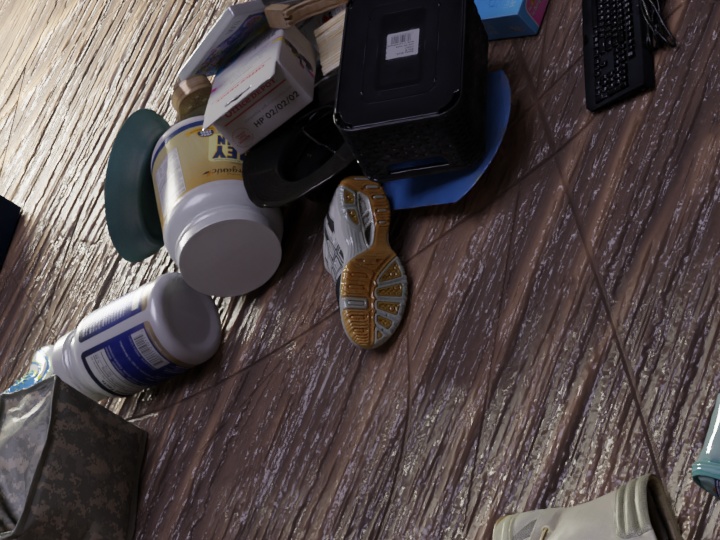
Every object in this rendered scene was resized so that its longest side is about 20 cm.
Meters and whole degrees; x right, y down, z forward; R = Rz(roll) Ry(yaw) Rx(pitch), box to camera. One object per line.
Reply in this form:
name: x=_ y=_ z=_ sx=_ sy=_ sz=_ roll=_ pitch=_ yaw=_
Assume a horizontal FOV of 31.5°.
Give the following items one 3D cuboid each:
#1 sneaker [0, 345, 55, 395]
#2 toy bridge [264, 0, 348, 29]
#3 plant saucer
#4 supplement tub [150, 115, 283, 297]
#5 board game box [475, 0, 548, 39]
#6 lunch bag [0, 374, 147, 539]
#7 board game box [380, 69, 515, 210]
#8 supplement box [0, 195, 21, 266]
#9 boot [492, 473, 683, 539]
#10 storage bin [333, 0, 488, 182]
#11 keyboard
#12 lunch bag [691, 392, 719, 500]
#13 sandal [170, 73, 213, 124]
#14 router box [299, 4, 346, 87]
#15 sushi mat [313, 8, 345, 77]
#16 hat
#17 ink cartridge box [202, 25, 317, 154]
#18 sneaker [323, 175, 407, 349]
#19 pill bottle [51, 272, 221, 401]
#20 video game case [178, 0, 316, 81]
sneaker: x=-0.426 y=0.159 z=1.665 sx=0.076 sy=0.105 sz=0.200 roll=-40 pitch=42 yaw=17
toy bridge: x=-0.027 y=-0.349 z=1.572 sx=0.067 sy=0.027 sz=0.200 roll=13 pitch=40 yaw=40
plant saucer: x=-0.268 y=-0.108 z=1.650 sx=0.036 sy=0.200 sz=0.200 roll=7 pitch=65 yaw=17
supplement tub: x=-0.172 y=-0.079 z=1.547 sx=0.144 sy=0.144 sz=0.200 roll=-39 pitch=42 yaw=18
board game box: x=0.167 y=-0.361 z=1.487 sx=0.153 sy=0.040 sz=0.200 roll=2 pitch=65 yaw=46
lunch bag: x=-0.344 y=0.252 z=1.468 sx=0.117 sy=0.164 sz=0.200 roll=-21 pitch=49 yaw=27
board game box: x=0.099 y=-0.131 z=1.396 sx=0.200 sy=0.039 sz=0.158 roll=-5 pitch=62 yaw=52
supplement box: x=-0.676 y=-0.030 z=2.030 sx=0.200 sy=0.134 sz=0.200 roll=-11 pitch=56 yaw=41
boot: x=0.184 y=0.266 z=1.000 sx=0.154 sy=0.072 sz=0.200 roll=-25 pitch=47 yaw=29
storage bin: x=0.056 y=-0.205 z=1.342 sx=0.135 sy=0.094 sz=0.200 roll=-8 pitch=56 yaw=19
keyboard: x=0.267 y=-0.264 z=1.318 sx=0.104 sy=0.040 sz=0.200 roll=-23 pitch=50 yaw=34
lunch bag: x=0.322 y=0.150 z=0.838 sx=0.160 sy=0.200 sz=0.077 roll=15 pitch=76 yaw=47
sandal: x=-0.192 y=-0.177 z=1.641 sx=0.078 sy=0.212 sz=0.070 roll=-30 pitch=76 yaw=-4
router box: x=-0.038 y=-0.239 z=1.601 sx=0.179 sy=0.049 sz=0.200 roll=-36 pitch=42 yaw=21
sushi mat: x=0.026 y=-0.317 z=1.546 sx=0.200 sy=0.012 sz=0.096 roll=-33 pitch=44 yaw=19
hat: x=-0.036 y=-0.131 z=1.469 sx=0.200 sy=0.081 sz=0.201 roll=-24 pitch=42 yaw=23
ink cartridge box: x=-0.117 y=-0.215 z=1.521 sx=0.115 sy=0.068 sz=0.200 roll=-35 pitch=24 yaw=19
sneaker: x=0.000 y=0.000 z=1.389 sx=0.088 sy=0.075 sz=0.200 roll=130 pitch=143 yaw=-56
pill bottle: x=-0.276 y=0.088 z=1.555 sx=0.200 sy=0.116 sz=0.116 roll=-25 pitch=48 yaw=31
video game case: x=-0.123 y=-0.303 z=1.617 sx=0.143 sy=0.200 sz=0.018 roll=-40 pitch=79 yaw=46
